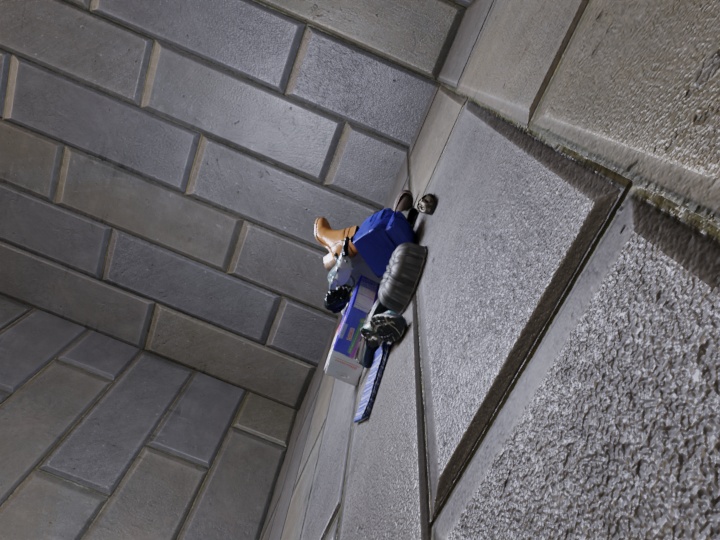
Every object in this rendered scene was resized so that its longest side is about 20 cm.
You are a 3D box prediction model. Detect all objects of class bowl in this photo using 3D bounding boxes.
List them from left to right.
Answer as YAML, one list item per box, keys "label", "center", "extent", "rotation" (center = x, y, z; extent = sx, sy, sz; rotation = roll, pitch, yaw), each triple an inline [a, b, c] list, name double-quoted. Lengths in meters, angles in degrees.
- label: "bowl"
  center: [0.000, 0.000, 1.837]
  extent: [0.199, 0.200, 0.075]
  rotation: [-24, 37, 25]

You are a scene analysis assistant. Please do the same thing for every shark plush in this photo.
- label: "shark plush"
  center: [-0.071, -0.019, 1.681]
  extent: [0.084, 0.090, 0.201]
  rotation: [57, 156, 37]

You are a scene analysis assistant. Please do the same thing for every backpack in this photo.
- label: "backpack"
  center: [0.088, -0.099, 1.688]
  extent: [0.167, 0.163, 0.200]
  rotation: [-24, 19, 22]

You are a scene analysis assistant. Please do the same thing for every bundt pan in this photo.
- label: "bundt pan"
  center: [0.105, 0.014, 1.445]
  extent: [0.202, 0.075, 0.204]
  rotation: [-158, 90, -87]

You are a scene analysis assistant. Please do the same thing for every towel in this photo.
- label: "towel"
  center: [0.026, 0.291, 1.408]
  extent: [0.145, 0.024, 0.202]
  rotation: [118, 172, -67]

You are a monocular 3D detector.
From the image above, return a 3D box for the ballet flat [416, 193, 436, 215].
- label: "ballet flat"
  center: [0.191, -0.203, 1.629]
  extent: [0.200, 0.046, 0.068]
  rotation: [-84, 17, -76]

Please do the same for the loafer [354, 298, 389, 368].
- label: "loafer"
  center: [0.026, 0.169, 1.521]
  extent: [0.063, 0.071, 0.202]
  rotation: [16, 90, 46]

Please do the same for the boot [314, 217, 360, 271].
- label: "boot"
  center: [-0.067, -0.113, 1.766]
  extent: [0.154, 0.073, 0.202]
  rotation: [-31, 67, 35]

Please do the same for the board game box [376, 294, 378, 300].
- label: "board game box"
  center: [0.062, 0.124, 1.653]
  extent: [0.135, 0.044, 0.201]
  rotation: [-73, 6, -47]

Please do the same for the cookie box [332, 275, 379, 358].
- label: "cookie box"
  center: [-0.011, 0.141, 1.683]
  extent: [0.201, 0.074, 0.172]
  rotation: [-72, 5, -61]

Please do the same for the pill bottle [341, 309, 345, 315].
- label: "pill bottle"
  center: [-0.005, 0.106, 2.231]
  extent: [0.110, 0.109, 0.201]
  rotation: [116, 174, -46]

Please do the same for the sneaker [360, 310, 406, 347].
- label: "sneaker"
  center: [0.067, 0.128, 1.349]
  extent: [0.086, 0.078, 0.200]
  rotation: [-40, 4, -26]

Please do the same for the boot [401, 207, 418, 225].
- label: "boot"
  center: [0.136, -0.125, 1.889]
  extent: [0.131, 0.067, 0.202]
  rotation: [-161, 91, -81]

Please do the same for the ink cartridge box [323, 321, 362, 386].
- label: "ink cartridge box"
  center: [-0.045, 0.282, 1.758]
  extent: [0.068, 0.115, 0.201]
  rotation: [118, 173, -50]

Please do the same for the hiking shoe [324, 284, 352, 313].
- label: "hiking shoe"
  center: [-0.071, 0.105, 1.742]
  extent: [0.200, 0.074, 0.088]
  rotation: [-42, -32, -71]

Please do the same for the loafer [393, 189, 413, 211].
- label: "loafer"
  center: [0.158, -0.207, 2.051]
  extent: [0.071, 0.072, 0.202]
  rotation: [-158, 84, -76]
